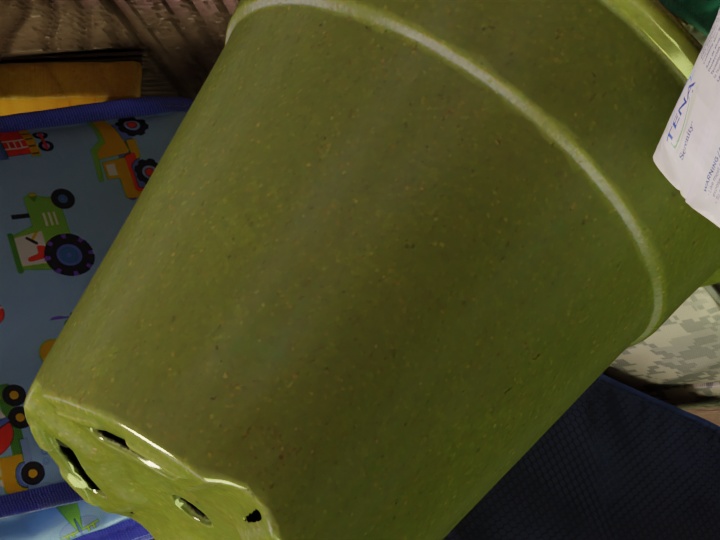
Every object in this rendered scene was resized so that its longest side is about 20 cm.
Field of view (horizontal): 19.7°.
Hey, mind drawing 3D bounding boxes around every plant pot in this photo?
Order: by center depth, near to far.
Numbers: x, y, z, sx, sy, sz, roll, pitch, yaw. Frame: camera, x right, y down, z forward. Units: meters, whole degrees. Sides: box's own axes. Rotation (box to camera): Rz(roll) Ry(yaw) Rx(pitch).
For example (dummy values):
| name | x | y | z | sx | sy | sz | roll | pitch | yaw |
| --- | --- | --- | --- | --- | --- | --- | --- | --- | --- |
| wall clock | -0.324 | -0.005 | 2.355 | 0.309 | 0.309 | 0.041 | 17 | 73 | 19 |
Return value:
| name | x | y | z | sx | sy | sz | roll | pitch | yaw |
| --- | --- | --- | --- | --- | --- | --- | --- | --- | --- |
| plant pot | -0.002 | 0.008 | 0.656 | 0.200 | 0.190 | 0.200 | 31 | 158 | 14 |

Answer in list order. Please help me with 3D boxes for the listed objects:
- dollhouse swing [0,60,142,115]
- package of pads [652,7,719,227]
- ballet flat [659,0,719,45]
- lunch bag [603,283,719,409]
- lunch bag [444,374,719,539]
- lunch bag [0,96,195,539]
| name | x | y | z | sx | sy | sz | roll | pitch | yaw |
| --- | --- | --- | --- | --- | --- | --- | --- | --- | --- |
| dollhouse swing | -0.189 | 0.018 | 0.897 | 0.176 | 0.200 | 0.182 | 6 | 168 | -6 |
| package of pads | 0.196 | -0.067 | 0.591 | 0.200 | 0.155 | 0.068 | 7 | -151 | -28 |
| ballet flat | 0.087 | -0.084 | 0.708 | 0.067 | 0.070 | 0.200 | -8 | 166 | 37 |
| lunch bag | 0.107 | -0.011 | 0.904 | 0.200 | 0.139 | 0.168 | -9 | 168 | 37 |
| lunch bag | 0.056 | 0.116 | 0.889 | 0.200 | 0.136 | 0.132 | 27 | 153 | -25 |
| lunch bag | -0.111 | 0.021 | 0.735 | 0.200 | 0.151 | 0.094 | -14 | 157 | -14 |
